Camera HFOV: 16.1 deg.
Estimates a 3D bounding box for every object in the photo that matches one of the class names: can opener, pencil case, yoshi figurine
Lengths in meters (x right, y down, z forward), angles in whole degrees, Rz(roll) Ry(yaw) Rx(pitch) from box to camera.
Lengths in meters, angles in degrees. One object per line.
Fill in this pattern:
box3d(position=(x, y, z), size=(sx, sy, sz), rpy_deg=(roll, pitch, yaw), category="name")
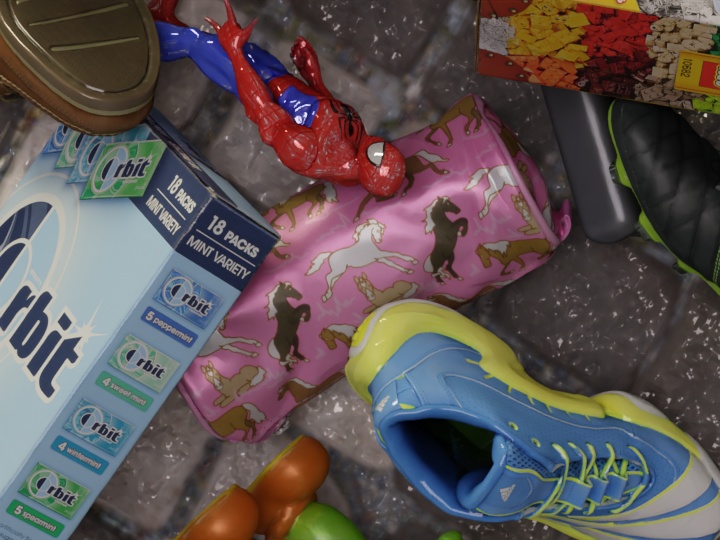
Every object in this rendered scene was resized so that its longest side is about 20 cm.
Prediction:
box3d(position=(0.089, -0.108, 1.203), size=(0.067, 0.053, 0.202), rpy_deg=(-19, 85, 42), category="can opener")
box3d(position=(0.000, 0.000, 1.192), size=(0.199, 0.087, 0.083), rpy_deg=(-32, 54, 9), category="pencil case")
box3d(position=(0.013, 0.167, 1.130), size=(0.112, 0.112, 0.200), rpy_deg=(-39, 84, -1), category="yoshi figurine")

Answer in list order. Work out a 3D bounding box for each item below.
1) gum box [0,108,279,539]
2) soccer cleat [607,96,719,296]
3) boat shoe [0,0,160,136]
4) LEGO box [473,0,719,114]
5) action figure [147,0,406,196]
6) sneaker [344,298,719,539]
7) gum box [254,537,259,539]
box3d(position=(-0.138, 0.026, 1.174), size=(0.044, 0.170, 0.201), rpy_deg=(31, 96, -31), category="gum box")
box3d(position=(0.189, -0.009, 1.146), size=(0.081, 0.068, 0.200), rpy_deg=(-33, 101, 31), category="soccer cleat")
box3d(position=(-0.154, -0.115, 1.203), size=(0.200, 0.071, 0.068), rpy_deg=(50, 140, 40), category="boat shoe")
box3d(position=(0.140, -0.176, 1.128), size=(0.148, 0.077, 0.201), rpy_deg=(10, 63, 6), category="LEGO box")
box3d(position=(-0.046, -0.089, 1.173), size=(0.200, 0.065, 0.052), rpy_deg=(42, 106, 35), category="action figure")
box3d(position=(0.080, 0.093, 1.138), size=(0.199, 0.105, 0.076), rpy_deg=(26, 116, -11), category="sneaker")
box3d(position=(-0.007, 0.244, 1.205), size=(0.199, 0.045, 0.171), rpy_deg=(24, 93, 11), category="gum box")
